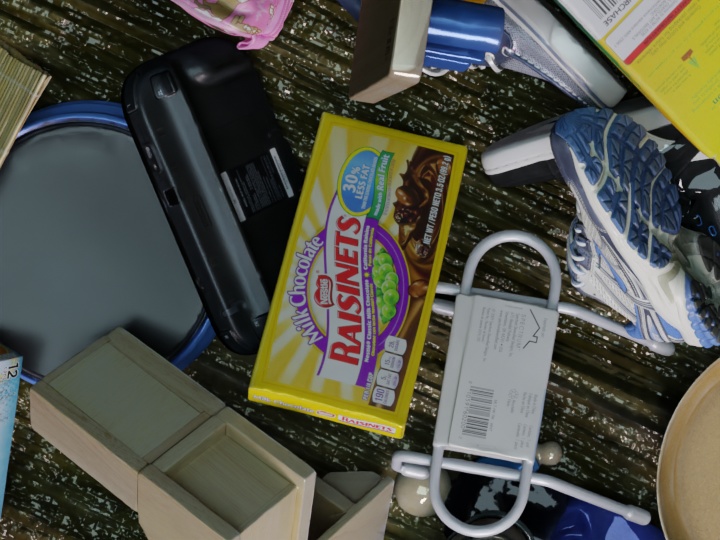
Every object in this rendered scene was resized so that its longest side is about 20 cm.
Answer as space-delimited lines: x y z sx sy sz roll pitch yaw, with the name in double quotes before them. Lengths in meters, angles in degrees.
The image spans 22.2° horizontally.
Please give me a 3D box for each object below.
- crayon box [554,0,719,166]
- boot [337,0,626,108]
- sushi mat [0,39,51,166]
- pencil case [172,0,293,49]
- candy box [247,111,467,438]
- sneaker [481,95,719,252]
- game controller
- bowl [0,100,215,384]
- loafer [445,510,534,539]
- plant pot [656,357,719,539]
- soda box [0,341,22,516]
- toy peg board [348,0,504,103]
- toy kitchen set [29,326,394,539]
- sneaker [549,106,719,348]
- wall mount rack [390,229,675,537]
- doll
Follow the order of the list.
"crayon box" 0.203 -0.156 1.080 0.127 0.051 0.200 -44 124 8
"boot" 0.072 -0.152 1.182 0.200 0.073 0.090 43 103 5
"sushi mat" -0.272 -0.058 1.208 0.096 0.012 0.201 37 102 41
"pencil case" -0.055 -0.243 1.165 0.082 0.086 0.201 20 101 -31
"candy box" 0.000 0.000 1.175 0.101 0.026 0.202 12 66 3
"sneaker" 0.185 -0.053 1.184 0.198 0.073 0.113 -15 101 7
"game controller" -0.081 -0.050 1.194 0.042 0.104 0.202 -13 102 44
"bowl" -0.181 -0.012 1.226 0.198 0.039 0.203 0 98 3
"loafer" 0.056 0.247 1.209 0.071 0.063 0.201 30 120 4
"plant pot" 0.289 0.138 1.215 0.198 0.027 0.202 0 93 -6
"soda box" -0.277 0.137 1.210 0.063 0.068 0.202 28 116 36
"toy peg board" 0.064 -0.196 1.054 0.097 0.200 0.201 8 91 -6
"toy kitchen set" -0.097 0.151 1.218 0.180 0.163 0.201 33 138 25
"sneaker" 0.157 -0.017 1.139 0.085 0.077 0.200 -8 134 36
"wall mount rack" 0.114 0.083 1.190 0.172 0.075 0.202 10 74 5
"doll" 0.114 0.181 1.235 0.198 0.048 0.138 24 98 -1
